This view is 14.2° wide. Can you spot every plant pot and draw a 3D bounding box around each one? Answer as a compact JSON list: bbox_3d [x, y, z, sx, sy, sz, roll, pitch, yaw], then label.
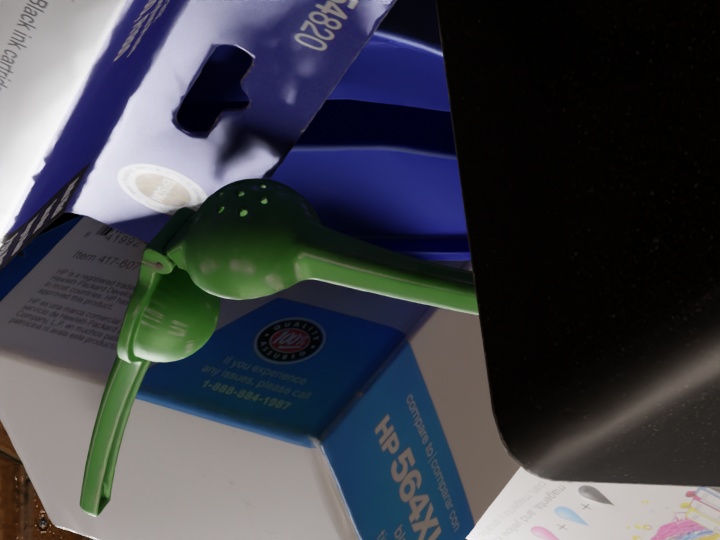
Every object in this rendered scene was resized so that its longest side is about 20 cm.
[{"bbox_3d":[0.145,-0.075,0.599,0.198,0.201,0.177,6,156,-35],"label":"plant pot"}]

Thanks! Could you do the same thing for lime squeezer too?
[{"bbox_3d":[-0.031,0.012,0.769,0.071,0.038,0.199,38,139,-26],"label":"lime squeezer"}]

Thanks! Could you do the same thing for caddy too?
[{"bbox_3d":[-0.014,-0.078,0.802,0.199,0.106,0.141,1,151,28],"label":"caddy"}]

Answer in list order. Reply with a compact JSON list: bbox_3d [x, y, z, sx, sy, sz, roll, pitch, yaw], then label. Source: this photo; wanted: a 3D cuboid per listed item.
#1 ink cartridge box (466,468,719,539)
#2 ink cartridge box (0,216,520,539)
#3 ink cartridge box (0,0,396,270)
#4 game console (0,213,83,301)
[{"bbox_3d":[0.137,0.045,1.128,0.199,0.145,0.147,27,142,-13],"label":"ink cartridge box"},{"bbox_3d":[0.000,0.000,0.903,0.145,0.200,0.085,13,137,38],"label":"ink cartridge box"},{"bbox_3d":[-0.107,-0.064,0.712,0.199,0.041,0.200,25,153,-7],"label":"ink cartridge box"},{"bbox_3d":[-0.124,0.024,1.181,0.200,0.171,0.118,-30,164,-51],"label":"game console"}]
